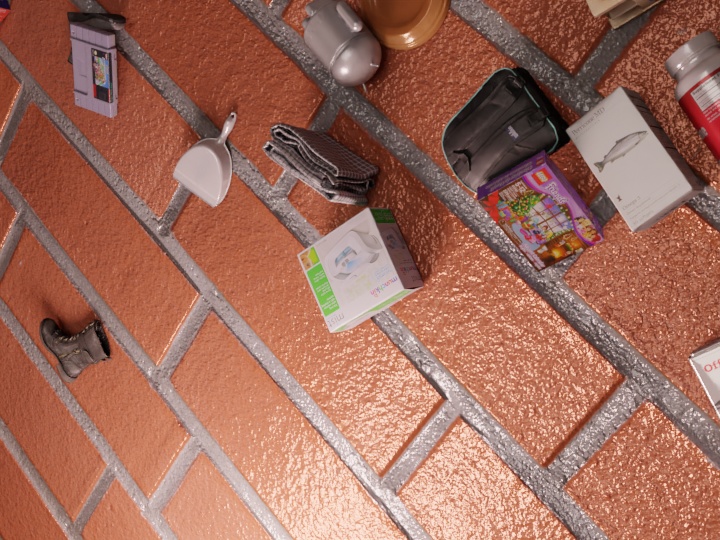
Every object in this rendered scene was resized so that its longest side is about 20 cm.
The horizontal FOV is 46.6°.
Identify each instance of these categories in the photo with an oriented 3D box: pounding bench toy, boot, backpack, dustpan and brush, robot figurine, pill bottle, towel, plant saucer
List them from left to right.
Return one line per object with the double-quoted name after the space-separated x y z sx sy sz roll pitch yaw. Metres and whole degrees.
-0.732 0.177 2.165 0.173 0.069 0.202 -35 80 24 "boot"
-0.641 -0.559 2.040 0.197 0.069 0.135 15 109 37 "boot"
-0.329 -0.265 1.880 0.138 0.057 0.202 35 118 13 "dustpan and brush"
-0.074 -0.214 1.656 0.199 0.165 0.087 37 106 23 "towel"
-0.034 -0.444 1.638 0.201 0.112 0.170 52 156 17 "robot figurine"
0.079 -0.530 1.604 0.196 0.037 0.205 4 97 31 "plant saucer"
0.249 -0.233 1.458 0.200 0.153 0.177 -41 80 26 "backpack"
0.404 -0.517 1.335 0.123 0.155 0.204 -26 81 30 "pounding bench toy"
0.559 -0.261 1.288 0.112 0.112 0.203 -36 76 29 "pill bottle"

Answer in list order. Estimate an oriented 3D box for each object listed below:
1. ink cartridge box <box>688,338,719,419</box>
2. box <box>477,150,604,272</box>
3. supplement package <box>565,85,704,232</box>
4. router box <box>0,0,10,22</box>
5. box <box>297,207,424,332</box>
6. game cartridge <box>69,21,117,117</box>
0.628 0.190 1.306 0.144 0.084 0.203 -31 80 30 "ink cartridge box"
0.308 -0.097 1.429 0.135 0.040 0.200 -28 124 30 "box"
0.447 -0.180 1.363 0.116 0.117 0.202 -38 75 29 "supplement package"
-1.053 -0.740 2.277 0.178 0.049 0.203 -32 78 30 "router box"
0.000 0.000 1.671 0.198 0.096 0.179 -30 77 29 "box"
-0.644 -0.483 2.020 0.128 0.038 0.204 23 123 26 "game cartridge"
